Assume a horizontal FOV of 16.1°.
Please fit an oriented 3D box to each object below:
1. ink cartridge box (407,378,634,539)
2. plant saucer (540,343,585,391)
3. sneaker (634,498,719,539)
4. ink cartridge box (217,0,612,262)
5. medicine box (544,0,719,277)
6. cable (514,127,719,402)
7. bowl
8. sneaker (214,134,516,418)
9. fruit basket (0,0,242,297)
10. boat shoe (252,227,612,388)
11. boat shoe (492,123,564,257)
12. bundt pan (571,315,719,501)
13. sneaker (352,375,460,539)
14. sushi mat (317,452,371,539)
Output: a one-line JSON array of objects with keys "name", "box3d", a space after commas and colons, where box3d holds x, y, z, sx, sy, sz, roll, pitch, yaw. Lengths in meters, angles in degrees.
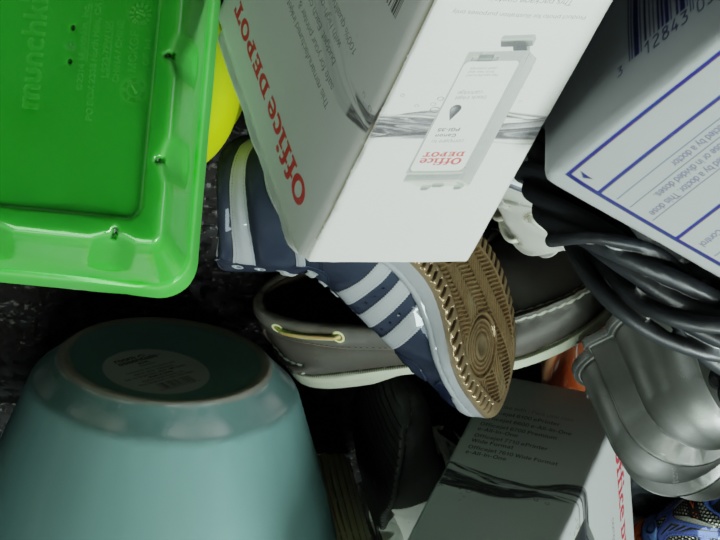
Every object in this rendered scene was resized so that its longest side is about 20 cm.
[{"name": "ink cartridge box", "box3d": [0.081, 0.178, 1.372, 0.083, 0.200, 0.146, 9, 131, 21]}, {"name": "plant saucer", "box3d": [0.199, 0.048, 1.411, 0.199, 0.032, 0.201, 0, 142, 0]}, {"name": "sneaker", "box3d": [0.262, 0.184, 1.549, 0.199, 0.076, 0.079, 17, 134, -23]}, {"name": "ink cartridge box", "box3d": [0.023, -0.120, 1.017, 0.082, 0.147, 0.200, 0, 140, -26]}, {"name": "medicine box", "box3d": [0.204, -0.077, 1.013, 0.199, 0.103, 0.182, 27, 136, -25]}, {"name": "cable", "box3d": [0.130, -0.010, 1.116, 0.051, 0.163, 0.200, -43, 157, 13]}, {"name": "bowl", "box3d": [-0.106, 0.094, 1.360, 0.199, 0.201, 0.106, 4, 111, -6]}, {"name": "sneaker", "box3d": [0.000, 0.000, 1.259, 0.108, 0.070, 0.200, -1, 140, 29]}, {"name": "fruit basket", "box3d": [-0.122, -0.092, 1.145, 0.154, 0.217, 0.216, 5, 141, -8]}, {"name": "boat shoe", "box3d": [0.041, 0.014, 1.334, 0.200, 0.072, 0.061, -13, 143, 19]}, {"name": "boat shoe", "box3d": [0.096, -0.039, 1.253, 0.199, 0.072, 0.066, 18, 123, -14]}, {"name": "bundt pan", "box3d": [0.212, 0.061, 1.297, 0.201, 0.076, 0.202, -10, 156, -4]}, {"name": "sneaker", "box3d": [0.044, 0.121, 1.477, 0.088, 0.074, 0.201, -13, 143, -8]}, {"name": "sushi mat", "box3d": [-0.041, 0.145, 1.410, 0.095, 0.200, 0.012, 5, 111, -10]}]
